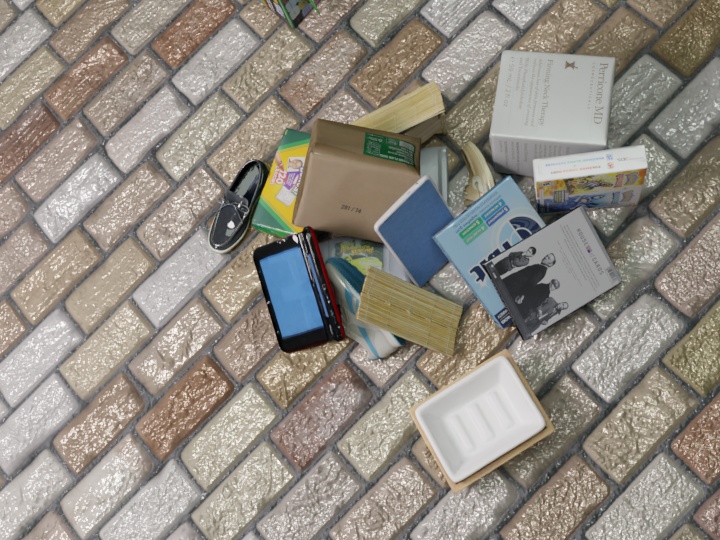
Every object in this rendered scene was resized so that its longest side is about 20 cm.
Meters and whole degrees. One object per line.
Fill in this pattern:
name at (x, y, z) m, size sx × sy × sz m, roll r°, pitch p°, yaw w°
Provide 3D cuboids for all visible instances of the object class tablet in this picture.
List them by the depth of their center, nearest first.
tablet at (0.108, -0.065, 1.619) m, size 0.130 × 0.200 × 0.014 m, roll -44°, pitch 48°, yaw -4°

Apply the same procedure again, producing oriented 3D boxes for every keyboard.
keyboard at (0.137, -0.136, 1.731) m, size 0.055 × 0.011 × 0.204 m, roll -5°, pitch 72°, yaw 17°

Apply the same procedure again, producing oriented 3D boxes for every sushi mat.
sushi mat at (0.086, 0.072, 1.606) m, size 0.197 × 0.012 × 0.097 m, roll 23°, pitch 72°, yaw -19°
sushi mat at (0.060, -0.277, 1.697) m, size 0.197 × 0.012 × 0.097 m, roll -24°, pitch 40°, yaw 14°

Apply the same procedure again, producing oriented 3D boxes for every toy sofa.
toy sofa at (0.060, -0.252, 1.733) m, size 0.199 × 0.098 × 0.083 m, roll -38°, pitch 63°, yaw 0°

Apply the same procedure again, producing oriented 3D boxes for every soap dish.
soap dish at (0.203, 0.253, 1.557) m, size 0.198 × 0.081 × 0.159 m, roll -32°, pitch 69°, yaw 2°

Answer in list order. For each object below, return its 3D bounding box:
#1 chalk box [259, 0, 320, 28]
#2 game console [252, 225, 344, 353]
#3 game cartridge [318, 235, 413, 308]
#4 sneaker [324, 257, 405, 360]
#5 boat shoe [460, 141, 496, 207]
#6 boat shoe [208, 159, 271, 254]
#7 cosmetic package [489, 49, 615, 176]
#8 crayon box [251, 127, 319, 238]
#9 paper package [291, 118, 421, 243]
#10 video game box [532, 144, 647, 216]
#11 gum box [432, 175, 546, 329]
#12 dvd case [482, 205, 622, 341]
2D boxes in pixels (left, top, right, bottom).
chalk box at (-0.146, -0.591, 1.874) m, size 0.199 × 0.125 × 0.124 m, roll 40°, pitch 85°, yaw 19°
game console at (-0.112, 0.039, 1.633) m, size 0.117 × 0.172 × 0.204 m, roll -18°, pitch 90°, yaw -5°
game cartridge at (0.000, 0.000, 1.707) m, size 0.196 × 0.041 × 0.136 m, roll -5°, pitch 69°, yaw 11°
sneaker at (-0.007, 0.068, 1.637) m, size 0.080 × 0.076 × 0.201 m, roll -36°, pitch 90°, yaw 24°
boat shoe at (0.216, -0.138, 1.682) m, size 0.064 × 0.072 × 0.203 m, roll -21°, pitch 75°, yaw 4°
boat shoe at (-0.237, -0.127, 1.785) m, size 0.074 × 0.062 × 0.202 m, roll 27°, pitch 82°, yaw 17°
cosmetic package at (0.340, -0.271, 1.641) m, size 0.196 × 0.167 × 0.171 m, roll 7°, pitch 74°, yaw 13°
crayon box at (-0.116, -0.158, 1.768) m, size 0.117 × 0.058 × 0.203 m, roll 15°, pitch 77°, yaw 16°
paper package at (-0.007, -0.154, 1.631) m, size 0.196 × 0.192 × 0.105 m, roll 11°, pitch 49°, yaw -7°
video game box at (0.386, -0.148, 1.576) m, size 0.179 × 0.200 × 0.048 m, roll -9°, pitch 75°, yaw 10°
gum box at (0.250, -0.031, 1.613) m, size 0.169 × 0.045 × 0.201 m, roll -37°, pitch 94°, yaw -1°
dvd case at (0.328, 0.004, 1.585) m, size 0.198 × 0.025 × 0.152 m, roll -30°, pitch 93°, yaw -4°
